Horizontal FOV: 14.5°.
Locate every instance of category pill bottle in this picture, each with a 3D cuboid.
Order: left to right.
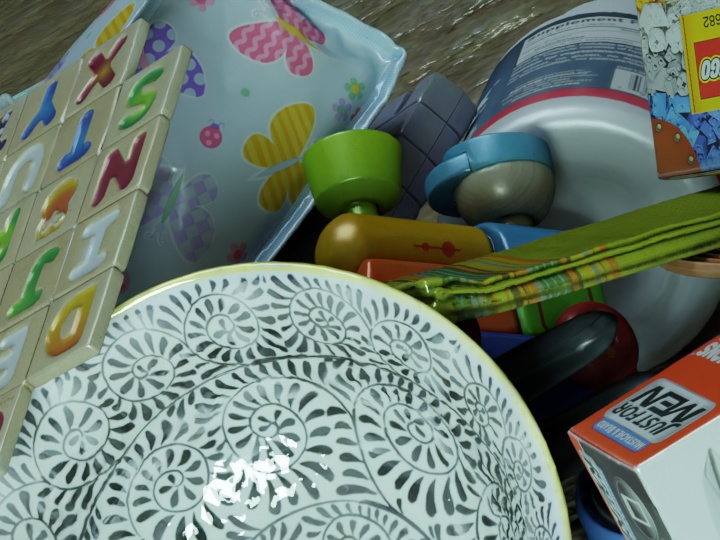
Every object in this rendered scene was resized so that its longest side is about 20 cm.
[{"bbox_3d":[0.103,-0.044,1.200,0.119,0.120,0.200,-24,15,18],"label":"pill bottle"}]

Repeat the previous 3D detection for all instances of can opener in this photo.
[{"bbox_3d":[0.030,0.069,0.991,0.200,0.063,0.079,-43,12,44],"label":"can opener"}]

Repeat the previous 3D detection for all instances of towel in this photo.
[{"bbox_3d":[0.084,-0.012,0.967,0.199,0.018,0.086,-15,9,-30],"label":"towel"}]

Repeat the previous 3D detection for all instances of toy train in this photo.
[{"bbox_3d":[0.000,0.000,1.023,0.199,0.116,0.085,6,-30,-31],"label":"toy train"}]

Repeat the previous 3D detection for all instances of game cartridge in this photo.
[{"bbox_3d":[-0.038,0.005,1.188,0.200,0.038,0.130,-32,26,49],"label":"game cartridge"}]

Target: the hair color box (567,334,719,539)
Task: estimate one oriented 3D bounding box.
[{"bbox_3d":[0.174,0.045,0.807,0.199,0.111,0.064,-31,14,-9],"label":"hair color box"}]

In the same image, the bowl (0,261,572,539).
[{"bbox_3d":[-0.021,0.106,0.908,0.200,0.201,0.094,-27,-20,7],"label":"bowl"}]

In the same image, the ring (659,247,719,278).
[{"bbox_3d":[0.201,-0.017,0.970,0.199,0.019,0.200,-11,8,2],"label":"ring"}]

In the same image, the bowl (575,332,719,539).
[{"bbox_3d":[0.162,0.051,0.940,0.200,0.039,0.201,-27,16,8],"label":"bowl"}]

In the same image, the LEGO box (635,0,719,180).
[{"bbox_3d":[0.200,-0.118,1.074,0.199,0.150,0.077,-6,-1,-38],"label":"LEGO box"}]

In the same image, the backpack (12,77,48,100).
[{"bbox_3d":[-0.099,-0.031,1.422,0.199,0.176,0.153,-28,-2,7],"label":"backpack"}]

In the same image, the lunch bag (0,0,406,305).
[{"bbox_3d":[-0.098,-0.027,1.131,0.200,0.127,0.170,-56,10,-19],"label":"lunch bag"}]

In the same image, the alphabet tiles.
[{"bbox_3d":[-0.127,0.005,0.962,0.166,0.006,0.201,-28,36,39],"label":"alphabet tiles"}]
